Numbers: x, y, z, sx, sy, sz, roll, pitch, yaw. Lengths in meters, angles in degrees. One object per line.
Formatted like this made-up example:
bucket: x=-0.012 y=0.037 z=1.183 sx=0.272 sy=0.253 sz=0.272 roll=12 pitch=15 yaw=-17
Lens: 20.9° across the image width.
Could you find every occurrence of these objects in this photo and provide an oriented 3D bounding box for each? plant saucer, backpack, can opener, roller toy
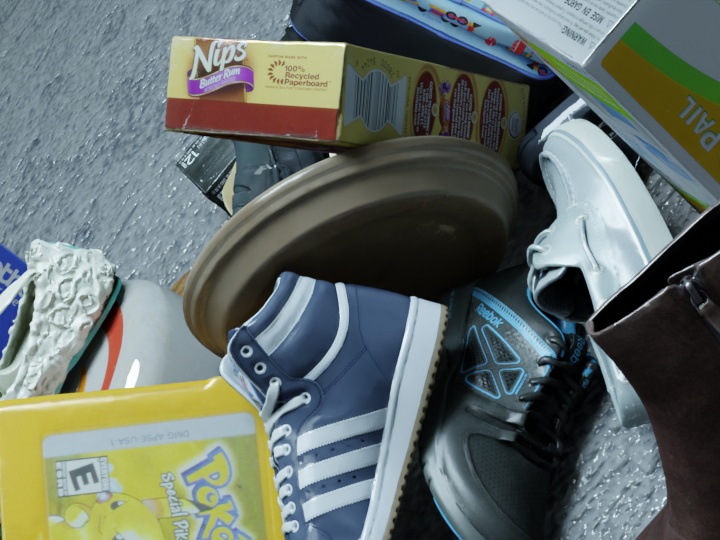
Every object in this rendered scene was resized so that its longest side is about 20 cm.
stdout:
plant saucer: x=0.000 y=0.000 z=1.077 sx=0.200 sy=0.200 sz=0.030 roll=-37 pitch=59 yaw=20
backpack: x=0.072 y=-0.209 z=1.217 sx=0.200 sy=0.182 sz=0.135 roll=-64 pitch=2 yaw=-26
can opener: x=0.171 y=-0.113 z=1.108 sx=0.200 sy=0.063 sz=0.079 roll=-39 pitch=37 yaw=17
roller toy: x=-0.124 y=0.113 z=1.171 sx=0.182 sy=0.140 sz=0.200 roll=-14 pitch=51 yaw=57

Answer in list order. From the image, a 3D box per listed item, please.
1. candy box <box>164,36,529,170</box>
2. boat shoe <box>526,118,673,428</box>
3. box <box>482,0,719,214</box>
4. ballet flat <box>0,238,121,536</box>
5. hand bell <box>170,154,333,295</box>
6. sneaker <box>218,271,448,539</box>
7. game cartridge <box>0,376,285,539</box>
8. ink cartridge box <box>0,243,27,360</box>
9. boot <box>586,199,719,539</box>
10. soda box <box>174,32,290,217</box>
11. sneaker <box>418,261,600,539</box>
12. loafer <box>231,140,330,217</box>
candy box: x=-0.002 y=-0.092 z=1.096 sx=0.117 sy=0.200 sz=0.057 roll=7 pitch=94 yaw=34
boat shoe: x=0.122 y=-0.001 z=1.008 sx=0.071 sy=0.070 sz=0.201 roll=-19 pitch=48 yaw=-4
box: x=0.175 y=-0.096 z=0.956 sx=0.101 sy=0.200 sz=0.112 roll=-49 pitch=33 yaw=3
ballet flat: x=-0.209 y=0.071 z=1.134 sx=0.072 sy=0.072 sz=0.200 roll=13 pitch=75 yaw=55
hand bell: x=-0.087 y=-0.016 z=1.327 sx=0.200 sy=0.104 sz=0.104 roll=-53 pitch=27 yaw=28
sneaker: x=-0.031 y=0.096 z=0.993 sx=0.070 sy=0.108 sz=0.200 roll=124 pitch=163 yaw=-71
game cartridge: x=-0.090 y=0.145 z=1.036 sx=0.200 sy=0.032 sz=0.177 roll=-7 pitch=75 yaw=1
ink cartridge box: x=-0.207 y=0.062 z=1.268 sx=0.094 sy=0.200 sz=0.044 roll=-55 pitch=28 yaw=-8
boot: x=0.145 y=0.067 z=0.854 sx=0.200 sy=0.166 sz=0.072 roll=-42 pitch=32 yaw=13
soda box: x=-0.037 y=-0.123 z=1.380 sx=0.200 sy=0.063 sz=0.071 roll=-50 pitch=32 yaw=1
sneaker: x=0.081 y=0.068 z=1.024 sx=0.082 sy=0.073 sz=0.200 roll=-29 pitch=38 yaw=28
loafer: x=-0.049 y=-0.040 z=1.195 sx=0.070 sy=0.201 sz=0.068 roll=-22 pitch=-1 yaw=-21
